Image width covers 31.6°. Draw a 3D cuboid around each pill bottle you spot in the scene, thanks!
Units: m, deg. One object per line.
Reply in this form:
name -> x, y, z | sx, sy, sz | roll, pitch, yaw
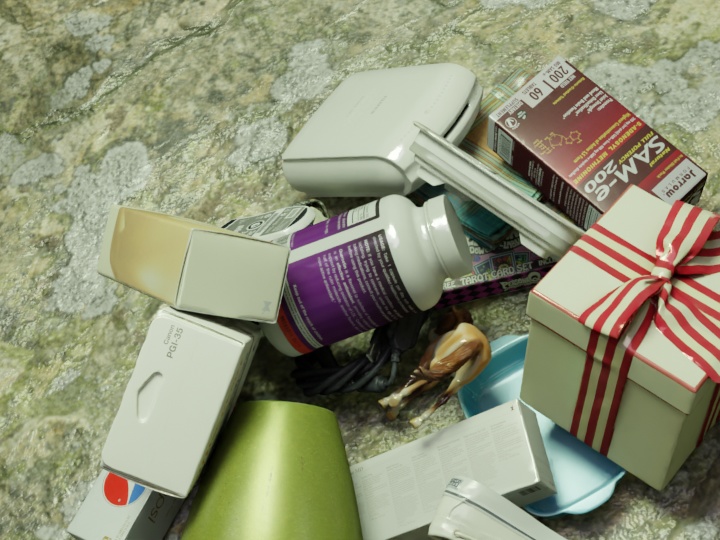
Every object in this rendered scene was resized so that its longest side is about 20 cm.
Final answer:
pill bottle -> 0.000, 0.000, 1.193 | 0.199, 0.113, 0.113 | -20, 54, 14

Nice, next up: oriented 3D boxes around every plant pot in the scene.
plant pot -> -0.074, 0.222, 1.114 | 0.186, 0.187, 0.202 | -1, 73, 19

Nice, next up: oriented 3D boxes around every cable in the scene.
cable -> 0.004, 0.045, 1.296 | 0.163, 0.051, 0.201 | -20, 42, 39

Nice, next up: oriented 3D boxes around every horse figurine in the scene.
horse figurine -> 0.077, 0.089, 1.204 | 0.132, 0.200, 0.050 | -43, 91, -8

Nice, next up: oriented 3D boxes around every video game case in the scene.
video game case -> 0.154, -0.061, 1.340 | 0.198, 0.036, 0.182 | -13, 53, 11

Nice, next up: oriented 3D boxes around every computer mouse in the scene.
computer mouse -> -0.128, -0.022, 1.304 | 0.199, 0.044, 0.110 | -8, 25, 32

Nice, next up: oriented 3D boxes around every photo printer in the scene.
photo printer -> 0.029, -0.151, 1.375 | 0.199, 0.070, 0.167 | 4, 48, 47

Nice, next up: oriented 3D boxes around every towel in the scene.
towel -> 0.152, -0.124, 1.348 | 0.200, 0.022, 0.146 | -45, 54, -14

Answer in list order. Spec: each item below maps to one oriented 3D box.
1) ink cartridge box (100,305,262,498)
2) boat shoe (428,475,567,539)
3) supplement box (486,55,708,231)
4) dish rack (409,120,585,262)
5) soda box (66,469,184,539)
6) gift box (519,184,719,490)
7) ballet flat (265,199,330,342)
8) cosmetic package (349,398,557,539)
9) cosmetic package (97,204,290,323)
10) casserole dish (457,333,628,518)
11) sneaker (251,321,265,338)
ink cartridge box -> -0.156, 0.110, 1.148 | 0.082, 0.200, 0.147 | 21, 91, 0
boat shoe -> 0.147, 0.253, 1.074 | 0.199, 0.072, 0.066 | 36, 71, -8
supplement box -> 0.233, -0.111, 1.272 | 0.109, 0.061, 0.200 | -41, 69, -16
dish rack -> 0.136, -0.064, 1.207 | 0.199, 0.171, 0.044 | 35, 97, 19
soda box -> -0.207, 0.197, 1.282 | 0.068, 0.064, 0.201 | 16, 64, 28
gift box -> 0.267, 0.054, 1.107 | 0.199, 0.187, 0.185 | 27, 56, 23
ballet flat -> -0.063, -0.007, 1.321 | 0.071, 0.072, 0.201 | -9, 39, 13
cosmetic package -> 0.074, 0.195, 1.163 | 0.199, 0.051, 0.083 | -25, 59, 21
cosmetic package -> -0.157, -0.009, 1.165 | 0.200, 0.105, 0.072 | 15, 94, 57
casserole dish -> 0.173, 0.148, 1.196 | 0.121, 0.039, 0.201 | -29, 54, -1
sneaker -> -0.122, 0.046, 1.324 | 0.088, 0.077, 0.200 | 19, 44, 25
